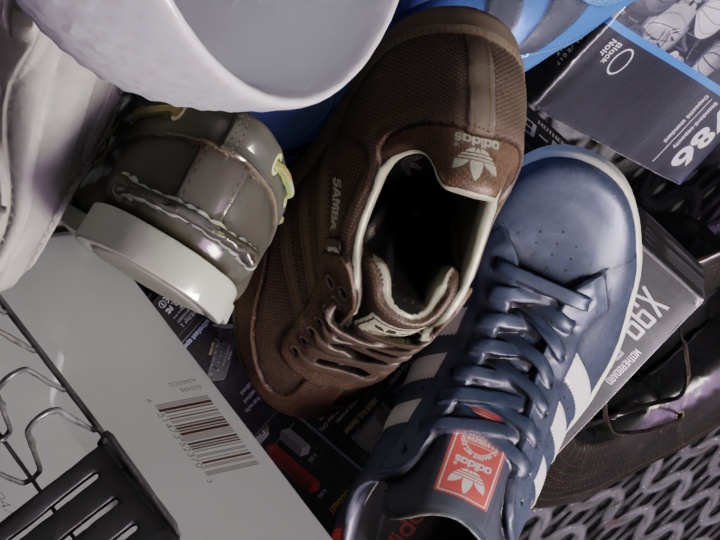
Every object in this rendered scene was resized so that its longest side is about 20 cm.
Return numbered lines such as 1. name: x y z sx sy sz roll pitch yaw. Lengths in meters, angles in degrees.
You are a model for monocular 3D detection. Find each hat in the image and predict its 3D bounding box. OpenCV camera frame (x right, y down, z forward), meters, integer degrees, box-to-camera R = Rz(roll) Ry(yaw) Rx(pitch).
1. hat: 0.135 0.023 1.266 0.200 0.081 0.201 -24 147 -16

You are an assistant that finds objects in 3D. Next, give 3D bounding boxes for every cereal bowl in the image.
1. cereal bowl: -0.054 -0.140 0.692 0.200 0.083 0.201 2 90 -67

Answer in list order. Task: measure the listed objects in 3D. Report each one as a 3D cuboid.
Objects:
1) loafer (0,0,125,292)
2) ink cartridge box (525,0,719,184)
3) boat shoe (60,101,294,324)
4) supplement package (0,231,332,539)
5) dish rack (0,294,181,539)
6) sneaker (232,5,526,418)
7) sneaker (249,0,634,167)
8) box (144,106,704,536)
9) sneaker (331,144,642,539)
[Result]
1. loafer: -0.096 -0.067 0.831 0.070 0.070 0.200 -21 152 -37
2. ink cartridge box: 0.137 -0.094 1.131 0.100 0.039 0.200 -48 153 14
3. boat shoe: -0.060 -0.023 0.888 0.060 0.072 0.202 -60 -172 -3
4. supplement package: -0.117 0.099 0.912 0.155 0.200 0.111 -9 142 -48
5. dish rack: -0.158 0.055 0.800 0.153 0.200 0.055 -38 162 -4
6. sneaker: 0.000 0.000 0.901 0.070 0.076 0.200 12 137 -12
7. sneaker: 0.037 -0.090 0.928 0.199 0.066 0.079 -21 137 1
8. box: 0.009 0.023 1.011 0.200 0.158 0.050 -48 -173 16
9. sneaker: 0.045 0.054 0.945 0.085 0.075 0.201 -67 179 -73
